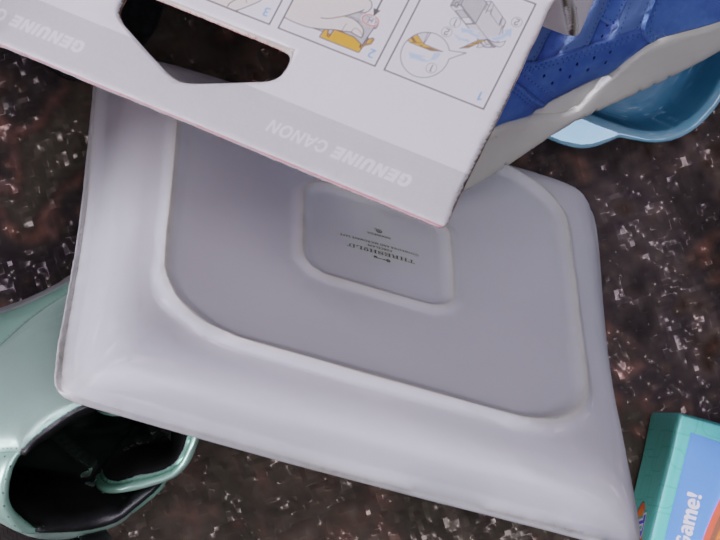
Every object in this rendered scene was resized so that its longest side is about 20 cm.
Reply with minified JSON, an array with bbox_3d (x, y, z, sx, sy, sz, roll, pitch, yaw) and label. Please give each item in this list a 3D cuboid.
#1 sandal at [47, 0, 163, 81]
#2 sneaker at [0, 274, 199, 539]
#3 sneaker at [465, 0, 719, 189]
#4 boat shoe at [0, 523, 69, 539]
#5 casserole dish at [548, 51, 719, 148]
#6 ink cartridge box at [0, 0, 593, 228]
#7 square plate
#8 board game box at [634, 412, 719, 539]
[{"bbox_3d":[-0.127,-0.145,0.948,0.075,0.200,0.045,-37,51,-12],"label":"sandal"},{"bbox_3d":[-0.064,0.036,0.938,0.200,0.118,0.074,-27,121,-29],"label":"sneaker"},{"bbox_3d":[0.072,-0.118,0.941,0.200,0.111,0.077,-32,47,-13],"label":"sneaker"},{"bbox_3d":[-0.176,0.146,0.952,0.200,0.073,0.075,-41,120,-18],"label":"boat shoe"},{"bbox_3d":[0.103,-0.141,1.032,0.121,0.039,0.201,24,83,-6],"label":"casserole dish"},{"bbox_3d":[-0.020,-0.120,0.872,0.199,0.045,0.177,23,79,16],"label":"ink cartridge box"},{"bbox_3d":[0.000,0.000,0.938,0.199,0.198,0.029,16,125,-12],"label":"square plate"},{"bbox_3d":[0.190,0.151,1.025,0.199,0.045,0.153,14,85,-7],"label":"board game box"}]
